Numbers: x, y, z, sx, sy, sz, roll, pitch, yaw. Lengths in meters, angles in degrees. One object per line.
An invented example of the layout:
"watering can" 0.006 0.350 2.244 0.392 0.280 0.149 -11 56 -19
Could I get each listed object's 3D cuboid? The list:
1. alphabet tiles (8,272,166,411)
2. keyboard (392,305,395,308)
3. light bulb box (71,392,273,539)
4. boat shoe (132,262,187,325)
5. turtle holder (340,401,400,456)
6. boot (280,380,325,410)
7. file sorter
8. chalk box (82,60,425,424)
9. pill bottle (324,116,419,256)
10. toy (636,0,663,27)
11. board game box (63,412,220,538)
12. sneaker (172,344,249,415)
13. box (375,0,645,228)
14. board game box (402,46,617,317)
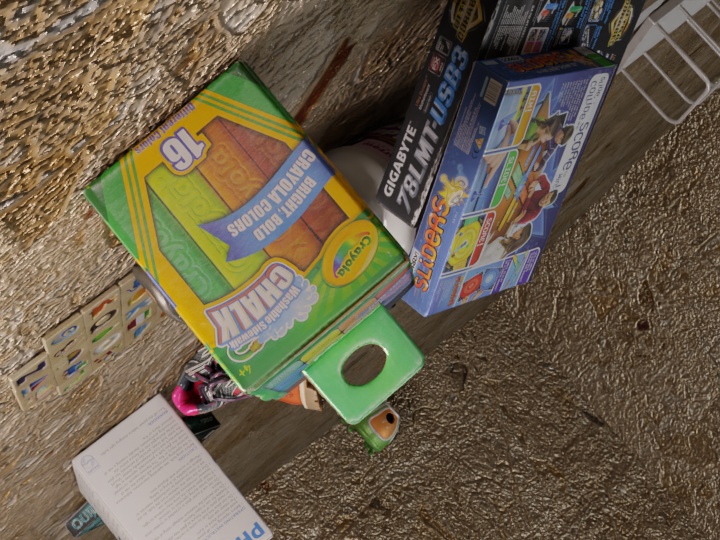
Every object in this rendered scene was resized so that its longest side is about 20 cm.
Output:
"alphabet tiles" -0.189 0.037 0.991 0.200 0.006 0.166 -38 170 -19
"keyboard" -0.036 0.007 1.198 0.200 0.104 0.040 -21 -152 -20
"light bulb box" -0.212 0.270 1.410 0.125 0.200 0.198 -38 171 -19
"boat shoe" -0.094 -0.004 0.942 0.074 0.076 0.200 -46 171 11
"turtle holder" 0.038 0.417 3.449 0.132 0.141 0.186 -42 170 -2
"boot" -0.094 0.076 1.371 0.200 0.107 0.075 87 18 -46
"file sorter" 0.471 -0.316 1.711 0.200 0.125 0.139 -38 172 -20
"chalk box" -0.047 -0.001 0.761 0.124 0.200 0.124 -41 171 -2
"pill bottle" 0.018 -0.060 1.055 0.200 0.112 0.112 -31 167 -50
"toy" 0.256 -0.250 1.364 0.115 0.047 0.200 -43 175 -9
"board game box" -0.283 0.264 1.643 0.200 0.028 0.135 -42 171 12
"sneaker" -0.133 0.099 1.300 0.075 0.081 0.200 -33 169 -35
"box" 0.121 -0.136 0.977 0.198 0.050 0.200 -13 131 -46
"board game box" 0.110 -0.068 0.954 0.135 0.034 0.200 -15 133 -44
